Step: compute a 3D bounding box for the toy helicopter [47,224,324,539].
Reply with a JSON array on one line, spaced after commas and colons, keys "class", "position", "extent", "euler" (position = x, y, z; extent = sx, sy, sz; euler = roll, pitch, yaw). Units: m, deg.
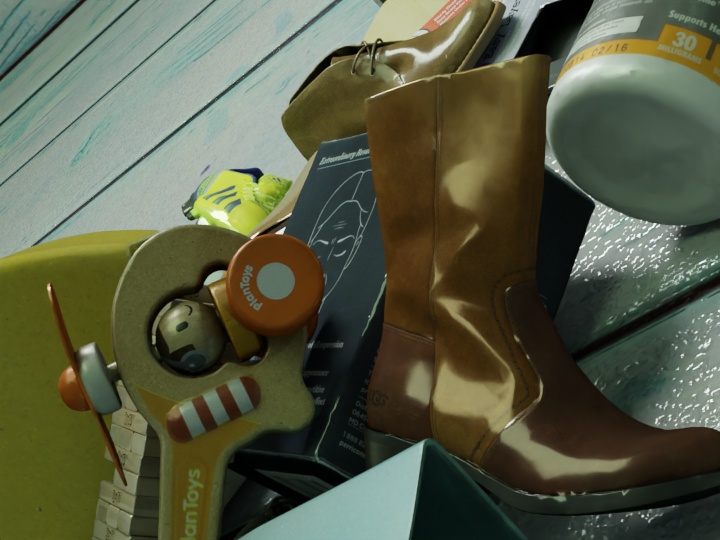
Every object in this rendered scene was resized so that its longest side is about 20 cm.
[{"class": "toy helicopter", "position": [-0.087, 0.077, 0.693], "extent": [0.079, 0.131, 0.202], "euler": [109, 165, -76]}]

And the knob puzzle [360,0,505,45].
[{"class": "knob puzzle", "position": [0.068, -0.171, 1.149], "extent": [0.218, 0.030, 0.221], "euler": [-25, 42, 25]}]

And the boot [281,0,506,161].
[{"class": "boot", "position": [0.019, -0.138, 1.040], "extent": [0.200, 0.075, 0.074], "euler": [-37, 16, 35]}]

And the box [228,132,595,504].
[{"class": "box", "position": [0.016, 0.031, 0.801], "extent": [0.148, 0.107, 0.202], "euler": [-6, 58, 59]}]

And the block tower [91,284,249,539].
[{"class": "block tower", "position": [-0.102, 0.106, 0.768], "extent": [0.058, 0.054, 0.202], "euler": [4, 85, 59]}]

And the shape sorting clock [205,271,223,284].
[{"class": "shape sorting clock", "position": [-0.058, -0.007, 1.112], "extent": [0.199, 0.039, 0.200], "euler": [-37, 16, 13]}]

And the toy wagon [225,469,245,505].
[{"class": "toy wagon", "position": [-0.109, 0.130, 1.004], "extent": [0.155, 0.040, 0.201], "euler": [-35, 25, 30]}]

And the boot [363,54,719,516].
[{"class": "boot", "position": [0.082, 0.006, 0.657], "extent": [0.187, 0.068, 0.203], "euler": [-3, 83, 44]}]

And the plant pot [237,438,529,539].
[{"class": "plant pot", "position": [-0.020, 0.191, 0.575], "extent": [0.199, 0.141, 0.142], "euler": [-27, 30, 31]}]

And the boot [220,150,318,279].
[{"class": "boot", "position": [0.000, 0.000, 0.944], "extent": [0.165, 0.072, 0.201], "euler": [10, 65, 40]}]

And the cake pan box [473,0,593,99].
[{"class": "cake pan box", "position": [0.167, -0.182, 0.972], "extent": [0.184, 0.052, 0.201], "euler": [-8, 49, 57]}]

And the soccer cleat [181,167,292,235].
[{"class": "soccer cleat", "position": [-0.084, -0.045, 1.090], "extent": [0.083, 0.065, 0.200], "euler": [-34, 16, -5]}]

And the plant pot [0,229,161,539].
[{"class": "plant pot", "position": [-0.186, 0.074, 0.887], "extent": [0.199, 0.196, 0.196], "euler": [-27, 4, 5]}]

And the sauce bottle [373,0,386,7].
[{"class": "sauce bottle", "position": [0.085, -0.320, 1.351], "extent": [0.200, 0.065, 0.065], "euler": [-48, 22, 1]}]

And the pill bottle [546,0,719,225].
[{"class": "pill bottle", "position": [0.183, -0.133, 0.787], "extent": [0.116, 0.116, 0.201], "euler": [-18, 38, 51]}]

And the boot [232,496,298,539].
[{"class": "boot", "position": [-0.032, 0.167, 0.751], "extent": [0.201, 0.069, 0.174], "euler": [-52, 21, 12]}]
